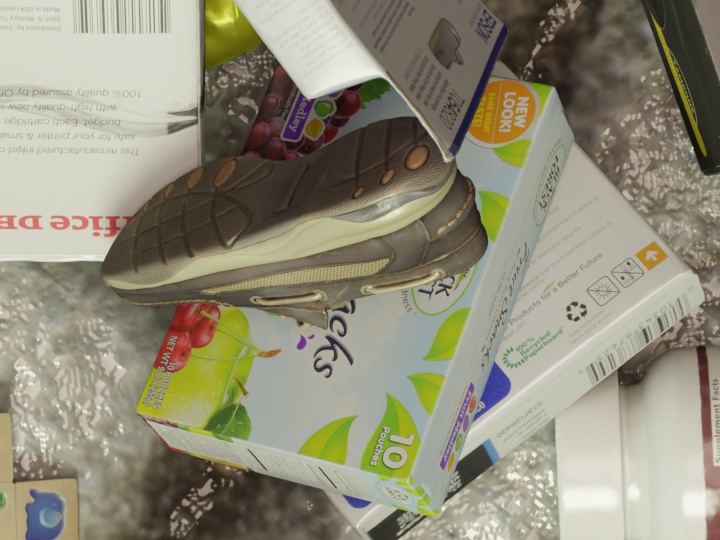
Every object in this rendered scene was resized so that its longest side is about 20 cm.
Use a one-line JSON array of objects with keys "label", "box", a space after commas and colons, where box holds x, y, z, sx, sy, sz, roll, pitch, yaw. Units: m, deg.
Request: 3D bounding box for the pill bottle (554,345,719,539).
[{"label": "pill bottle", "box": [0.193, 0.089, 1.293, 0.199, 0.110, 0.110, -3, 91, 5]}]

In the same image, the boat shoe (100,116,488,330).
[{"label": "boat shoe", "box": [-0.031, -0.006, 1.184, 0.073, 0.199, 0.075, 53, 47, -27]}]

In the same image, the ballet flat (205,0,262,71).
[{"label": "ballet flat", "box": [-0.120, -0.179, 1.299, 0.067, 0.067, 0.200, -37, 94, 10]}]

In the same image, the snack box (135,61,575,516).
[{"label": "snack box", "box": [0.000, 0.000, 1.251, 0.141, 0.053, 0.201, 12, 69, 23]}]

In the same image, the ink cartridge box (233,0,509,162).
[{"label": "ink cartridge box", "box": [-0.020, -0.145, 1.167, 0.041, 0.200, 0.200, -34, 100, 19]}]

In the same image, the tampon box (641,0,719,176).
[{"label": "tampon box", "box": [0.239, -0.148, 1.291, 0.199, 0.126, 0.151, -19, 91, -3]}]

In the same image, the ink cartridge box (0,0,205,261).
[{"label": "ink cartridge box", "box": [-0.142, -0.108, 1.234, 0.144, 0.084, 0.201, 1, 127, -2]}]

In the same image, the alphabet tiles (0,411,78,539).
[{"label": "alphabet tiles", "box": [-0.209, 0.169, 1.285, 0.166, 0.008, 0.201, -2, 90, -31]}]

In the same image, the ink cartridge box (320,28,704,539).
[{"label": "ink cartridge box", "box": [0.026, 0.001, 1.298, 0.197, 0.047, 0.200, -38, 57, -3]}]
